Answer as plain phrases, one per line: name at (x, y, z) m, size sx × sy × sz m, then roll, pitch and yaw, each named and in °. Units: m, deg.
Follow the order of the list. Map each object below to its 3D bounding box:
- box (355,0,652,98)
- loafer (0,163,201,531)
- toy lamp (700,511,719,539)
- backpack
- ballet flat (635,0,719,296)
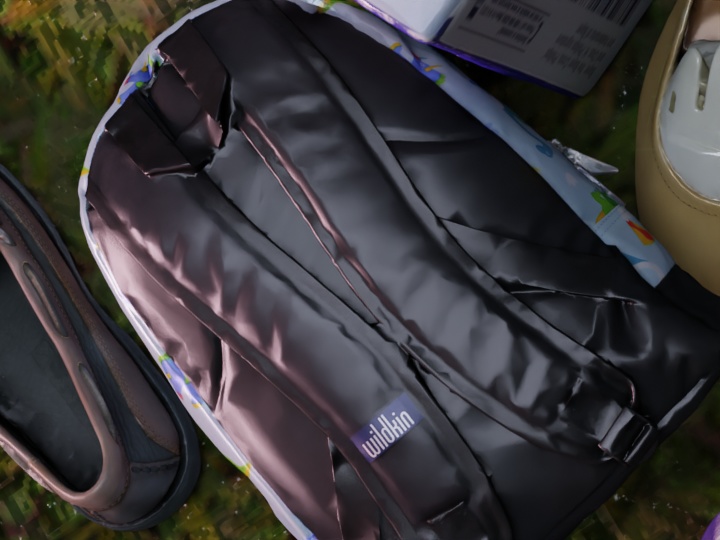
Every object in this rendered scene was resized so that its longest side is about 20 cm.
box at (-0.004, -0.154, 0.895) m, size 0.200 × 0.184 × 0.105 m, roll 35°, pitch 99°, yaw 17°
loafer at (-0.136, 0.010, 0.987) m, size 0.200 × 0.063 × 0.072 m, roll 44°, pitch 99°, yaw 15°
toy lamp at (0.136, 0.089, 0.827) m, size 0.058 × 0.200 × 0.058 m, roll -1°, pitch 85°, yaw 17°
backpack at (0.000, 0.000, 0.916) m, size 0.200 × 0.154 × 0.163 m, roll 41°, pitch 101°, yaw -6°
ballet flat at (0.128, -0.085, 0.912) m, size 0.068 × 0.063 × 0.201 m, roll 13°, pitch 91°, yaw 17°
